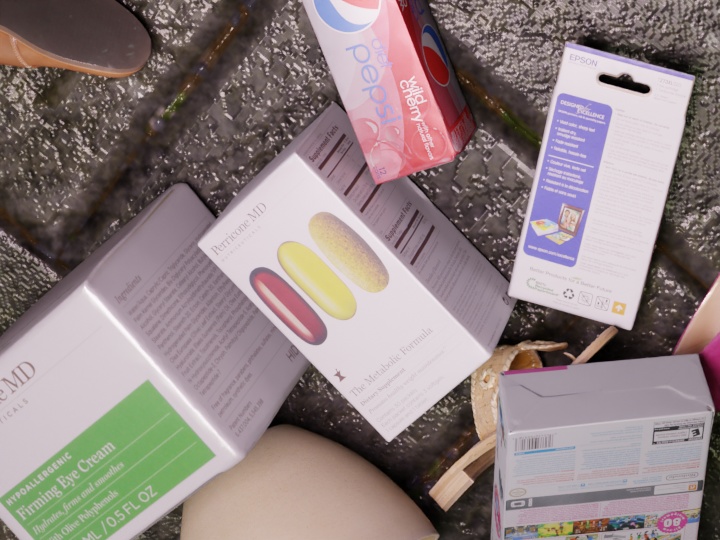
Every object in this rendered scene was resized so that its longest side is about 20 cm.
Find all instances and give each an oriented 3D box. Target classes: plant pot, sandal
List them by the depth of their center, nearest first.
[{"bbox_3d":[0.099,0.091,1.654,0.070,0.078,0.212,45,126,9],"label":"sandal"},{"bbox_3d":[-0.059,0.197,1.696,0.200,0.200,0.135,-39,76,27],"label":"plant pot"}]

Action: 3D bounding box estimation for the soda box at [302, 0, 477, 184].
[{"bbox_3d":[0.011,-0.168,1.569,0.069,0.063,0.201,-16,107,22],"label":"soda box"}]

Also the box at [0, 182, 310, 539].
[{"bbox_3d":[-0.172,0.082,1.656,0.199,0.200,0.172,-38,97,28],"label":"box"}]

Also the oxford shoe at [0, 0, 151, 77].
[{"bbox_3d":[-0.246,-0.177,1.648,0.198,0.072,0.072,18,145,8],"label":"oxford shoe"}]

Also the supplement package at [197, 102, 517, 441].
[{"bbox_3d":[0.000,0.000,1.620,0.200,0.110,0.114,45,117,-6],"label":"supplement package"}]

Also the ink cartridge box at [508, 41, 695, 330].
[{"bbox_3d":[0.170,-0.062,1.586,0.094,0.037,0.201,16,119,10],"label":"ink cartridge box"}]

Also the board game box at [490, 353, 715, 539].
[{"bbox_3d":[0.169,0.157,1.611,0.146,0.065,0.201,-4,132,-4],"label":"board game box"}]

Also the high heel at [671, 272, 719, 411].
[{"bbox_3d":[0.249,0.011,1.579,0.095,0.068,0.201,-6,125,7],"label":"high heel"}]
